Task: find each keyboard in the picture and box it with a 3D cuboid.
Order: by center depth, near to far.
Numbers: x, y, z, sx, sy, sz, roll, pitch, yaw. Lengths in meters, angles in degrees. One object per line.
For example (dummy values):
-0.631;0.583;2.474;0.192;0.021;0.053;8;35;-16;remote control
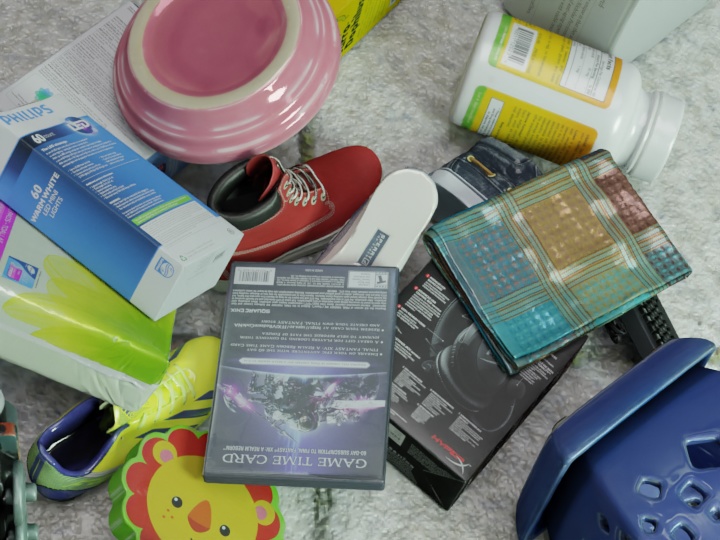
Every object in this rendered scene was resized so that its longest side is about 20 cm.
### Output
0.236;0.023;1.446;0.127;0.021;0.201;3;56;-51;keyboard

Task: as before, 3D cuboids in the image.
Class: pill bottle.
0.191;-0.154;1.513;0.199;0.111;0.111;21;61;0;pill bottle

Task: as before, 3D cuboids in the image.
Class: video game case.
-0.045;0.081;1.318;0.142;0.019;0.201;2;57;4;video game case

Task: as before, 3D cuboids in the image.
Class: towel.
0.169;-0.014;1.399;0.199;0.022;0.147;-26;71;-22;towel

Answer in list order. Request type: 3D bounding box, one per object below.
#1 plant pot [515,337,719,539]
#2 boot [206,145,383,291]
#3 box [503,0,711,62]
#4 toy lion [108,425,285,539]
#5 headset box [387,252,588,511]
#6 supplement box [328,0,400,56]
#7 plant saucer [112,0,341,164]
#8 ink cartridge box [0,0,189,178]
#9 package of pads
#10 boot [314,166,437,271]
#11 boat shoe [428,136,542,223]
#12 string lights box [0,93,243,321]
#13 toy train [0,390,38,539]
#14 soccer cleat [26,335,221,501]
0.245;0.182;1.306;0.200;0.200;0.180;-33;67;-24;plant pot
-0.051;-0.072;1.404;0.200;0.144;0.072;-33;72;-26;boot
0.266;-0.312;1.559;0.199;0.200;0.131;-37;74;-26;box
-0.115;0.225;1.270;0.200;0.069;0.192;39;46;-10;toy lion
0.084;0.077;1.391;0.149;0.077;0.200;39;61;10;headset box
-0.037;-0.273;1.530;0.109;0.110;0.200;38;63;9;supplement box
-0.117;-0.187;1.379;0.200;0.051;0.201;-6;61;10;plant saucer
-0.208;-0.143;1.447;0.136;0.076;0.200;43;65;12;ink cartridge box
-0.242;0.014;1.286;0.199;0.068;0.155;25;27;-14;package of pads
0.000;0.000;1.424;0.073;0.090;0.200;39;90;1;boot
0.153;-0.037;1.468;0.200;0.071;0.091;45;61;12;boat shoe
-0.203;-0.055;1.300;0.200;0.059;0.103;37;27;10;string lights box
-0.281;0.168;1.209;0.085;0.200;0.114;-4;49;-11;toy train
-0.179;0.113;1.314;0.200;0.084;0.065;-35;72;-25;soccer cleat
